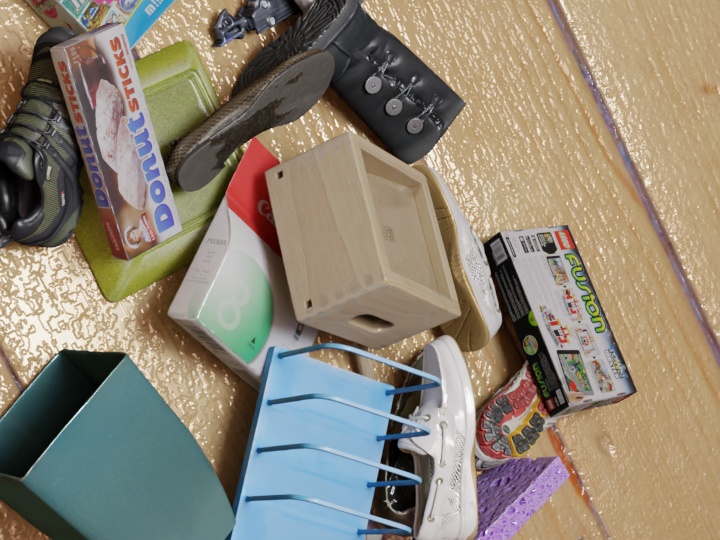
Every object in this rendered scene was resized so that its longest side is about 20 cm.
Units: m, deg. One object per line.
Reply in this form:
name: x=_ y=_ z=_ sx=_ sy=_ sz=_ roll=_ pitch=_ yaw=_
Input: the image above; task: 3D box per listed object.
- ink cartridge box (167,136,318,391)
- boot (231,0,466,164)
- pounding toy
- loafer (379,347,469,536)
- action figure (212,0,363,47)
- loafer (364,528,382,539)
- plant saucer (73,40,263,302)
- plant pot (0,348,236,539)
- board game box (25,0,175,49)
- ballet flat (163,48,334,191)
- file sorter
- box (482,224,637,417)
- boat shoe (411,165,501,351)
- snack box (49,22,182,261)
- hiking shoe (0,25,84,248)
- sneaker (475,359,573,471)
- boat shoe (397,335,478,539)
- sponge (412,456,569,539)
ink cartridge box: x=-0.087 y=-0.002 z=1.515 sx=0.161 sy=0.050 sz=0.201 roll=45 pitch=64 yaw=-45
boot: x=-0.010 y=-0.172 z=1.600 sx=0.165 sy=0.066 sz=0.200 roll=-40 pitch=133 yaw=14
pounding toy: x=0.000 y=0.000 z=1.532 sx=0.200 sy=0.142 sz=0.185 roll=24 pitch=48 yaw=-57
loafer: x=0.066 y=0.168 z=1.586 sx=0.075 sy=0.070 sz=0.201 roll=11 pitch=77 yaw=8
action figure: x=-0.061 y=-0.294 z=1.559 sx=0.200 sy=0.104 sz=0.194 roll=-42 pitch=129 yaw=-22
loafer: x=-0.009 y=0.270 z=1.543 sx=0.069 sy=0.070 sz=0.201 roll=-6 pitch=86 yaw=-19
plant saucer: x=-0.192 y=-0.101 z=1.501 sx=0.199 sy=0.048 sz=0.201 roll=-29 pitch=98 yaw=-29
plant pot: x=-0.218 y=0.192 z=1.400 sx=0.200 sy=0.141 sz=0.142 roll=50 pitch=63 yaw=-23
board game box: x=-0.263 y=-0.309 z=1.480 sx=0.200 sy=0.064 sz=0.148 roll=45 pitch=65 yaw=-18
ballet flat: x=-0.108 y=-0.149 z=1.486 sx=0.200 sy=0.046 sz=0.068 roll=-41 pitch=141 yaw=-15
file sorter: x=-0.021 y=0.180 z=1.445 sx=0.138 sy=0.122 sz=0.201 roll=20 pitch=72 yaw=-26
box: x=0.212 y=0.051 z=1.672 sx=0.110 sy=0.035 sz=0.201 roll=-5 pitch=68 yaw=-40
boat shoe: x=0.094 y=-0.018 z=1.637 sx=0.069 sy=0.070 sz=0.201 roll=-33 pitch=107 yaw=-53
snack box: x=-0.217 y=-0.115 z=1.407 sx=0.072 sy=0.024 sz=0.201 roll=-34 pitch=119 yaw=-42
hiking shoe: x=-0.281 y=-0.116 z=1.393 sx=0.101 sy=0.075 sz=0.201 roll=-16 pitch=114 yaw=-72
sneaker: x=0.168 y=0.145 z=1.664 sx=0.200 sy=0.082 sz=0.078 roll=-30 pitch=82 yaw=-44
boat shoe: x=0.071 y=0.163 z=1.519 sx=0.069 sy=0.071 sz=0.201 roll=-2 pitch=82 yaw=-16
sponge: x=0.113 y=0.260 z=1.589 sx=0.200 sy=0.111 sz=0.030 roll=-39 pitch=104 yaw=-28
